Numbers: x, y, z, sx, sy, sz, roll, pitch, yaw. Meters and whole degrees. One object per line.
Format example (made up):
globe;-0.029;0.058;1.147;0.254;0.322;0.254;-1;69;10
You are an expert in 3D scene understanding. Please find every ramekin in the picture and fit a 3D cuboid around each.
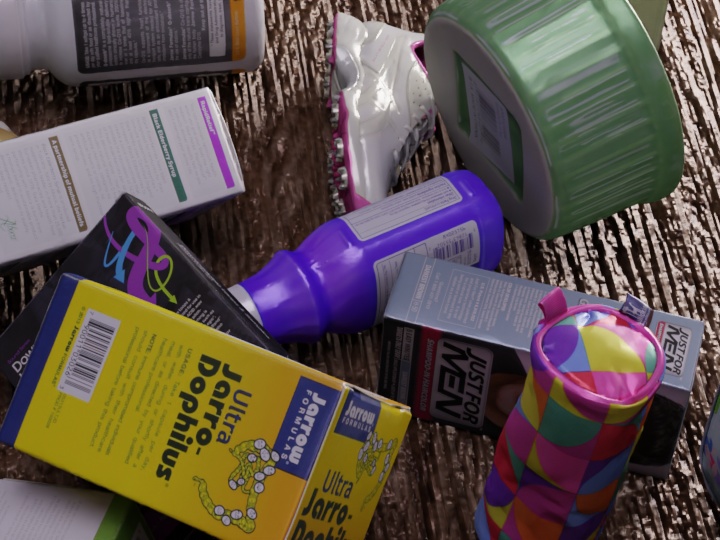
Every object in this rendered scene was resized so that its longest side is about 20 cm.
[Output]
ramekin;0.127;-0.119;1.538;0.097;0.200;0.200;-28;57;-14

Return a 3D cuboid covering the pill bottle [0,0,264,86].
pill bottle;-0.174;-0.195;1.630;0.199;0.117;0.117;-5;51;-8

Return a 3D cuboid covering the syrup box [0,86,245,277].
syrup box;-0.185;-0.056;1.494;0.199;0.079;0.082;-17;88;-34

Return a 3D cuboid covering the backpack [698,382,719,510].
backpack;0.298;0.104;1.375;0.150;0.178;0.200;-9;48;-17

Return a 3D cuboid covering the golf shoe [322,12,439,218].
golf shoe;0.019;-0.108;1.599;0.091;0.075;0.201;2;52;-6

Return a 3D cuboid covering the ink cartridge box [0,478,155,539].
ink cartridge box;-0.237;0.201;1.332;0.199;0.076;0.148;4;49;24

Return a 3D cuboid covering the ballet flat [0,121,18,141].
ballet flat;-0.285;-0.093;1.575;0.199;0.069;0.063;26;39;15

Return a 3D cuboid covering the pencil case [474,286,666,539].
pencil case;0.125;0.102;1.349;0.088;0.200;0.089;6;46;-7

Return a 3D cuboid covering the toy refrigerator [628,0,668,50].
toy refrigerator;0.209;-0.269;1.742;0.076;0.070;0.200;9;50;5

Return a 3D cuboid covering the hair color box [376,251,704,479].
hair color box;0.115;0.062;1.446;0.199;0.099;0.061;13;51;7

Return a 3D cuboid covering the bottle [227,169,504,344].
bottle;0.000;0.000;1.501;0.199;0.084;0.065;-23;54;-20

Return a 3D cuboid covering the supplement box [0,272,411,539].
supplement box;-0.091;0.091;1.307;0.199;0.109;0.110;20;87;25

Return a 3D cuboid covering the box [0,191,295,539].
box;-0.130;0.067;1.410;0.143;0.036;0.200;-48;66;7
